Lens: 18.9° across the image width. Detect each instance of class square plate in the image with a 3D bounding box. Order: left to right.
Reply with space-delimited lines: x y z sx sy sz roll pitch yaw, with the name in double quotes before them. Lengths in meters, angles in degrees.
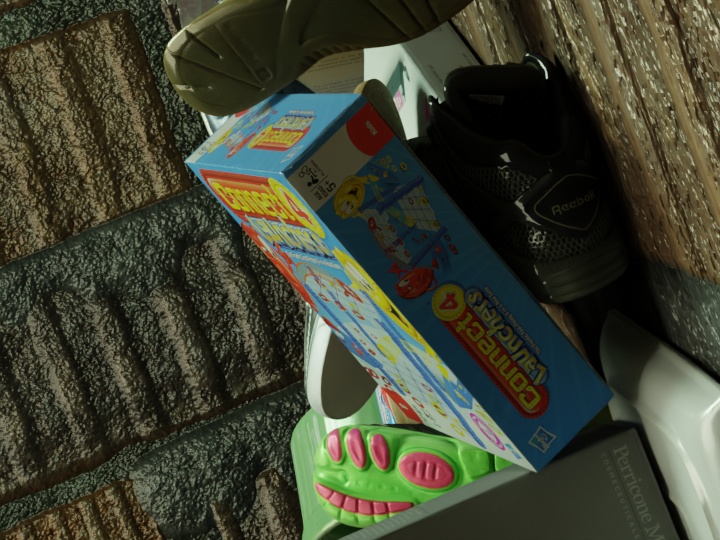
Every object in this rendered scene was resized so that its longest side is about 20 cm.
"square plate" 0.171 0.130 1.061 0.200 0.028 0.199 -130 20 -77

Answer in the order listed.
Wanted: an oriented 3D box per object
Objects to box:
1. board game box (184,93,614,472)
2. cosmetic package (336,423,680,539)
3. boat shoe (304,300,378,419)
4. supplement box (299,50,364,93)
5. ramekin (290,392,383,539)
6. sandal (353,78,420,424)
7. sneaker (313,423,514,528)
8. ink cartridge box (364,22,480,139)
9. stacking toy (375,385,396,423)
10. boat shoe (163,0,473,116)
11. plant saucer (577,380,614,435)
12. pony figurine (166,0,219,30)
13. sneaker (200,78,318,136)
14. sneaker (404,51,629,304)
"board game box" 0.014 0.000 1.108 0.196 0.056 0.200 49 170 -15
"cosmetic package" 0.062 0.161 1.080 0.090 0.199 0.107 129 116 -87
"boat shoe" -0.006 -0.002 1.445 0.056 0.068 0.202 13 89 42
"supplement box" -0.039 -0.179 1.423 0.200 0.125 0.074 78 -179 -61
"ramekin" 0.044 0.145 1.604 0.200 0.198 0.098 79 176 -66
"sandal" -0.003 0.001 1.259 0.078 0.069 0.213 -21 -81 -61
"sneaker" 0.072 0.119 1.189 0.084 0.199 0.077 -13 -64 -62
"ink cartridge box" 0.047 -0.055 1.313 0.200 0.043 0.175 -119 25 -56
"stacking toy" 0.074 0.036 1.438 0.201 0.109 0.117 101 159 -54
"boat shoe" -0.013 -0.145 1.098 0.072 0.200 0.066 52 -147 -22
"plant saucer" 0.115 0.136 1.245 0.200 0.031 0.201 40 144 38
"pony figurine" -0.033 -0.233 1.179 0.200 0.165 0.195 -77 -25 -71
"sneaker" -0.029 -0.070 1.355 0.200 0.075 0.085 44 174 15
"sneaker" 0.062 -0.063 1.099 0.199 0.076 0.115 35 144 64
